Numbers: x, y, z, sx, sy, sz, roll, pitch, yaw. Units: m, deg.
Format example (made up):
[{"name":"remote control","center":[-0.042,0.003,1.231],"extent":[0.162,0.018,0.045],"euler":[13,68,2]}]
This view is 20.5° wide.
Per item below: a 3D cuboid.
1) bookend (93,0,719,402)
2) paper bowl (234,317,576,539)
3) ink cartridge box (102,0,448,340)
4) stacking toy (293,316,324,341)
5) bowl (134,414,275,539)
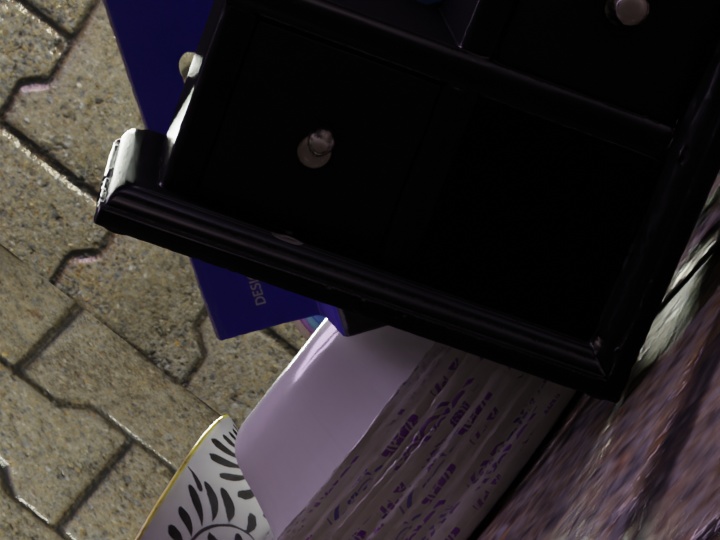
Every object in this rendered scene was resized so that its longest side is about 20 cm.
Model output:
[{"name":"bookend","center":[0.033,-0.085,0.707],"extent":[0.092,0.198,0.201],"euler":[-100,31,-72]},{"name":"paper bowl","center":[0.021,0.059,0.898],"extent":[0.201,0.104,0.201],"euler":[-51,0,0]},{"name":"ink cartridge box","center":[0.008,-0.079,0.780],"extent":[0.199,0.199,0.043],"euler":[-17,19,5]},{"name":"stacking toy","center":[0.000,0.000,1.062],"extent":[0.085,0.085,0.200],"euler":[-52,-3,-6]},{"name":"bowl","center":[-0.076,0.181,0.985],"extent":[0.201,0.094,0.201],"euler":[-61,-5,-8]}]
